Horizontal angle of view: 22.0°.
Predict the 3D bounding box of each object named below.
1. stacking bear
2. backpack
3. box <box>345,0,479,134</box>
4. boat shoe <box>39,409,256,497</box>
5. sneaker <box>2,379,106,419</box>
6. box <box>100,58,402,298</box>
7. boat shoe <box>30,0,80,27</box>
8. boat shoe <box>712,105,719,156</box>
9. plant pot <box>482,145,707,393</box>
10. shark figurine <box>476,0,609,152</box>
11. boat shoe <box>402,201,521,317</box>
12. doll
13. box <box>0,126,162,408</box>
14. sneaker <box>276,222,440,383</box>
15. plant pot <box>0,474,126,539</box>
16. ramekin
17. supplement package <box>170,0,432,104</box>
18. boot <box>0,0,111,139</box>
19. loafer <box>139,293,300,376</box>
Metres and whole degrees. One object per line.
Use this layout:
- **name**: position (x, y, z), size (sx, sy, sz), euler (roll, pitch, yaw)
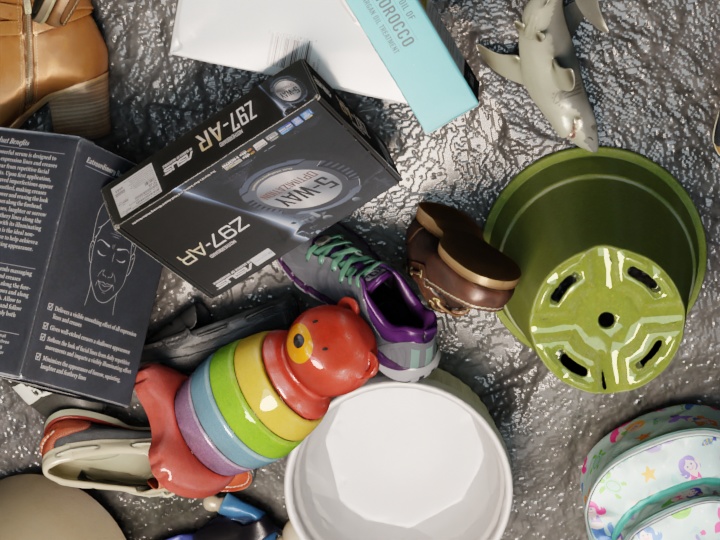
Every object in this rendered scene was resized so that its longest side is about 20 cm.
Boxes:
- **stacking bear**: position (-0.074, 0.097, 1.542), size (0.200, 0.122, 0.114), euler (-32, 145, 25)
- **backpack**: position (0.286, 0.226, 1.622), size (0.177, 0.151, 0.200), euler (-22, 99, 11)
- **box**: position (0.021, -0.207, 1.422), size (0.049, 0.082, 0.200), euler (-29, 102, 12)
- **boat shoe**: position (-0.187, 0.173, 1.655), size (0.199, 0.063, 0.071), euler (11, 121, -14)
- **sneaker**: position (-0.302, 0.071, 1.637), size (0.074, 0.089, 0.200), euler (-34, 103, 11)
- **box**: position (-0.087, -0.070, 1.514), size (0.200, 0.044, 0.160), euler (-31, 147, 11)
- **boat shoe**: position (-0.200, -0.281, 1.514), size (0.068, 0.072, 0.200), euler (27, 90, -24)
- **boat shoe**: position (0.342, -0.180, 1.537), size (0.074, 0.062, 0.201), euler (14, 105, 1)
- **plant pot**: position (0.198, 0.016, 1.537), size (0.199, 0.190, 0.201), euler (1, 107, 3)
- **shark figurine**: position (0.171, -0.206, 1.521), size (0.128, 0.215, 0.089), euler (39, 65, 21)
- **boat shoe**: position (0.080, 0.003, 1.537), size (0.070, 0.200, 0.071), euler (16, 103, -13)
- **doll**: position (-0.123, 0.271, 1.704), size (0.200, 0.048, 0.137), euler (-23, 105, 13)
- **box**: position (-0.250, -0.002, 1.532), size (0.107, 0.148, 0.201), euler (9, 81, 31)
- **sneaker**: position (0.000, 0.000, 1.564), size (0.074, 0.088, 0.200), euler (-37, 69, -25)
- **plant pot**: position (-0.322, 0.302, 1.626), size (0.187, 0.200, 0.188), euler (5, 107, 18)
- **ramekin**: position (0.035, 0.176, 1.638), size (0.199, 0.105, 0.201), euler (1, 106, 3)
- **supplement package**: position (-0.040, -0.239, 1.516), size (0.199, 0.111, 0.156), euler (12, 107, 0)
- **boot**: position (-0.315, -0.180, 1.572), size (0.199, 0.074, 0.155), euler (-10, 107, -6)
- **loafer**: position (-0.145, 0.064, 1.640), size (0.200, 0.068, 0.071), euler (-9, 86, 10)
